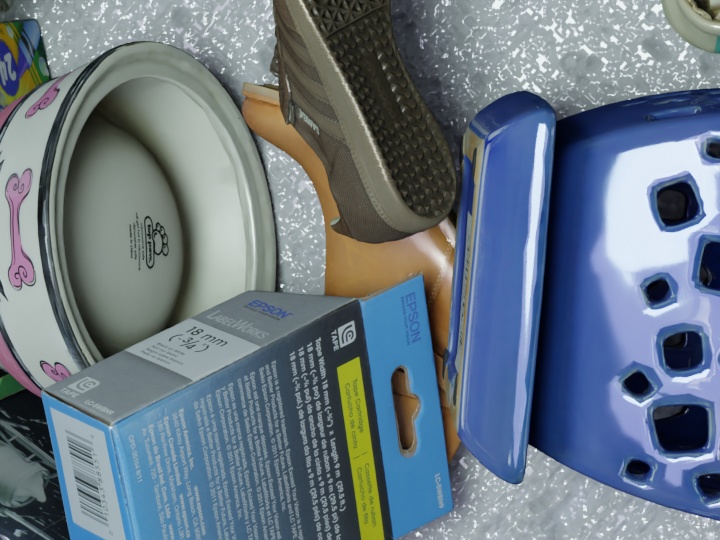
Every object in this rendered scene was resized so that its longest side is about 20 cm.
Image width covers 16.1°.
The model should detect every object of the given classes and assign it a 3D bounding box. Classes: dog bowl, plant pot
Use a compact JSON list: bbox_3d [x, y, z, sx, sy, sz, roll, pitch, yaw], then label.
[{"bbox_3d":[-0.127,-0.015,1.320,0.074,0.200,0.200,-6,96,31],"label":"dog bowl"},{"bbox_3d":[0.135,0.009,1.221,0.180,0.200,0.200,4,97,-2],"label":"plant pot"}]

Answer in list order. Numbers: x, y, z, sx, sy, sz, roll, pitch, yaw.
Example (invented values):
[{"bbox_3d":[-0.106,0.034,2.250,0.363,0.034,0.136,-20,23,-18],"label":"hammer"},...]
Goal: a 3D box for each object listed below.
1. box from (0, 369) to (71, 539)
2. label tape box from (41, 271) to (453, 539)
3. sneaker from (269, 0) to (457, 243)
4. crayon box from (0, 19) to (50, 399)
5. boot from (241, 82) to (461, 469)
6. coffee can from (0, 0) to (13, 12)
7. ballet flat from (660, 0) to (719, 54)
[{"bbox_3d":[-0.229,0.132,1.357,0.196,0.200,0.124,31,104,9],"label":"box"},{"bbox_3d":[-0.053,0.093,1.280,0.063,0.200,0.144,19,125,45],"label":"label tape box"},{"bbox_3d":[-0.021,-0.107,1.256,0.075,0.070,0.200,-18,91,48],"label":"sneaker"},{"bbox_3d":[-0.195,-0.031,1.366,0.052,0.126,0.200,-11,95,16],"label":"crayon box"},{"bbox_3d":[0.000,0.000,1.346,0.200,0.077,0.155,27,101,-2],"label":"boot"},{"bbox_3d":[-0.292,-0.185,1.307,0.200,0.146,0.147,-11,94,4],"label":"coffee can"},{"bbox_3d":[0.165,-0.208,1.275,0.069,0.069,0.200,-13,93,17],"label":"ballet flat"}]
